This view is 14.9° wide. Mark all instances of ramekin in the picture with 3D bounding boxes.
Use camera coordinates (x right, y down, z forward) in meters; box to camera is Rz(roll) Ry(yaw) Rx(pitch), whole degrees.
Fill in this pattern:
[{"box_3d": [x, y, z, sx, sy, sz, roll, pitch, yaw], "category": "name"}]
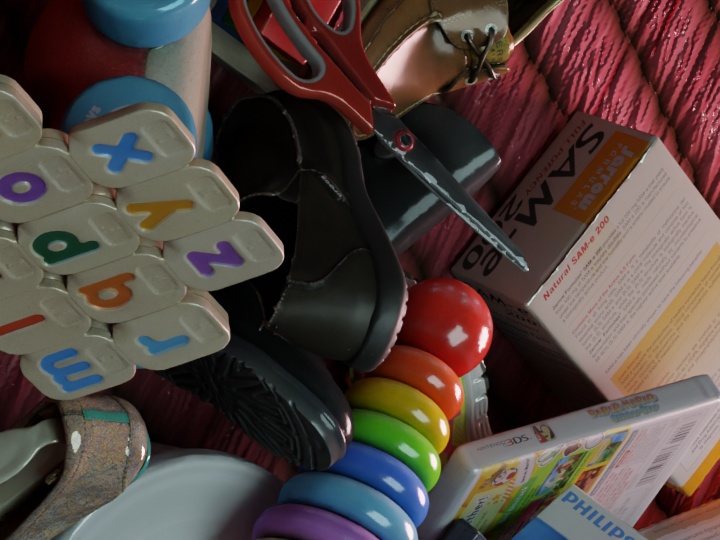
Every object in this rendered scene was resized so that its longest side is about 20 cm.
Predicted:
[{"box_3d": [-0.119, 0.181, 1.423, 0.202, 0.094, 0.203, -12, 110, -35], "category": "ramekin"}]

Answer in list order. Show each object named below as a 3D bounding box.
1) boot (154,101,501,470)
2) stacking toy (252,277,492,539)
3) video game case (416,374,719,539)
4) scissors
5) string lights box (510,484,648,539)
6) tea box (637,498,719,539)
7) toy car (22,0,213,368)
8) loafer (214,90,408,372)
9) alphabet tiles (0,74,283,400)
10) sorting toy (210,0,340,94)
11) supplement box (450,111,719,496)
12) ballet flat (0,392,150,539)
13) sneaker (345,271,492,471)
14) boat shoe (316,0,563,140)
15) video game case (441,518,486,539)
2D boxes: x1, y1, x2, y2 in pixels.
[{"box_3d": [-0.001, 0.000, 1.416, 0.200, 0.165, 0.066, -38, 135, -23], "category": "boot"}, {"box_3d": [0.011, 0.088, 1.402, 0.085, 0.085, 0.200, 47, 57, -37], "category": "stacking toy"}, {"box_3d": [0.093, 0.143, 1.552, 0.182, 0.023, 0.200, -14, 148, -34], "category": "video game case"}, {"box_3d": [0.007, -0.068, 1.351, 0.073, 0.014, 0.200, -35, 96, -35], "category": "scissors"}, {"box_3d": [0.066, 0.216, 1.480, 0.200, 0.059, 0.103, -38, 151, -30], "category": "string lights box"}, {"box_3d": [0.220, 0.254, 1.653, 0.200, 0.134, 0.197, -16, 131, -35], "category": "tea box"}, {"box_3d": [-0.172, -0.063, 1.289, 0.200, 0.184, 0.177, 4, 63, -1], "category": "toy car"}, {"box_3d": [-0.037, -0.030, 1.335, 0.071, 0.200, 0.073, 12, 117, -28], "category": "loafer"}, {"box_3d": [-0.143, -0.011, 1.194, 0.200, 0.195, 0.015, 50, 28, -45], "category": "alphabet tiles"}, {"box_3d": [-0.046, -0.214, 1.372, 0.200, 0.070, 0.199, 35, 82, -39], "category": "sorting toy"}, {"box_3d": [0.159, 0.021, 1.601, 0.126, 0.073, 0.200, -51, 128, -12], "category": "supplement box"}, {"box_3d": [-0.190, 0.119, 1.320, 0.200, 0.068, 0.067, -41, 149, 19], "category": "ballet flat"}, {"box_3d": [0.020, 0.081, 1.512, 0.090, 0.078, 0.200, -34, 122, -21], "category": "sneaker"}, {"box_3d": [0.051, -0.132, 1.443, 0.200, 0.068, 0.072, -48, 157, -27], "category": "boat shoe"}, {"box_3d": [0.042, 0.224, 1.538, 0.143, 0.019, 0.200, -52, 153, -6], "category": "video game case"}]
